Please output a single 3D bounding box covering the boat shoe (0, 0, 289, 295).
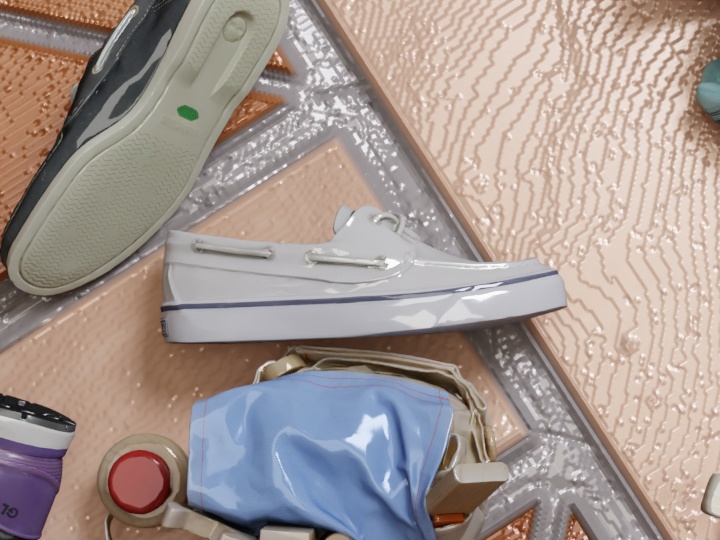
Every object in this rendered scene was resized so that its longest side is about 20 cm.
[{"bbox_3d":[-0.115,-0.076,0.887,0.068,0.072,0.200,37,93,42],"label":"boat shoe"}]

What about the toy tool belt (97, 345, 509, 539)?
[{"bbox_3d":[-0.032,0.095,0.824,0.199,0.123,0.125,-1,83,2],"label":"toy tool belt"}]

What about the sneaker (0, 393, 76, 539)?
[{"bbox_3d":[-0.246,0.088,0.859,0.199,0.076,0.088,17,90,4],"label":"sneaker"}]

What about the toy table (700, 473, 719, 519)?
[{"bbox_3d":[0.241,0.127,0.816,0.183,0.117,0.201,7,84,3],"label":"toy table"}]

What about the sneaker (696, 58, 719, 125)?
[{"bbox_3d":[0.216,-0.131,0.820,0.086,0.200,0.078,29,41,10],"label":"sneaker"}]

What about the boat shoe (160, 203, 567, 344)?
[{"bbox_3d":[0.000,0.000,0.865,0.199,0.072,0.066,-4,87,10],"label":"boat shoe"}]
